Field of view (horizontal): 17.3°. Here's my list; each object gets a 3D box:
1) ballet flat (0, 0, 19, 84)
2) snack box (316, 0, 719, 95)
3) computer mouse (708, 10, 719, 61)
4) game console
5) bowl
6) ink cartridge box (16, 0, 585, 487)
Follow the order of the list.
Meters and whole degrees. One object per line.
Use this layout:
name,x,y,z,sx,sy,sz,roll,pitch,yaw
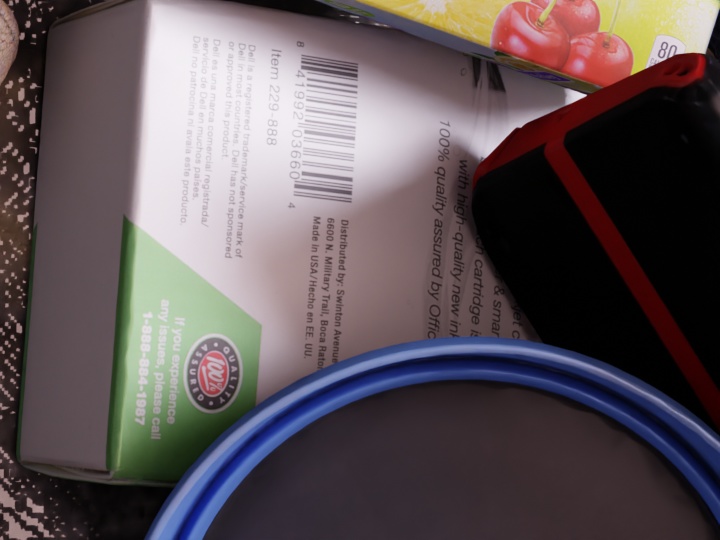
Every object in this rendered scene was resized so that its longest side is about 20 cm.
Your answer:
ballet flat,-0.164,-0.131,0.698,0.067,0.068,0.201,-44,114,-44
snack box,0.023,-0.156,0.689,0.199,0.068,0.170,18,92,-16
computer mouse,0.046,-0.119,0.778,0.199,0.110,0.044,19,117,-14
game console,0.113,0.038,0.663,0.031,0.177,0.201,-35,94,-19
bowl,0.030,0.116,0.662,0.199,0.039,0.202,0,99,-1
ink cartridge box,0.000,0.000,0.762,0.199,0.084,0.147,7,84,-29
